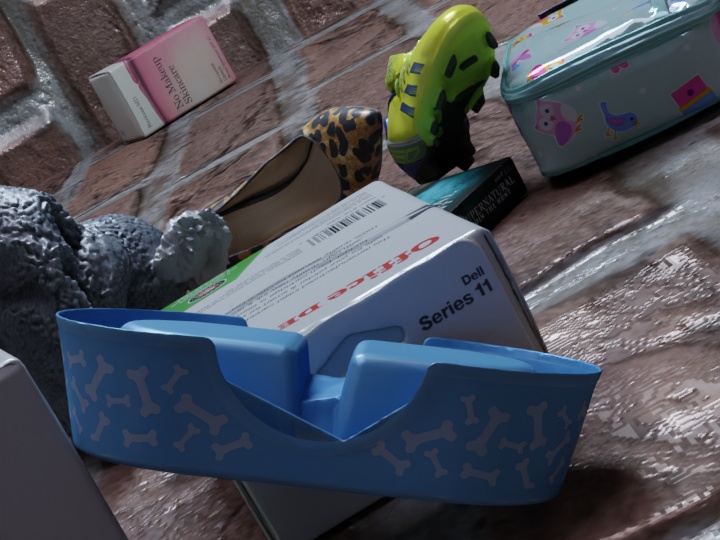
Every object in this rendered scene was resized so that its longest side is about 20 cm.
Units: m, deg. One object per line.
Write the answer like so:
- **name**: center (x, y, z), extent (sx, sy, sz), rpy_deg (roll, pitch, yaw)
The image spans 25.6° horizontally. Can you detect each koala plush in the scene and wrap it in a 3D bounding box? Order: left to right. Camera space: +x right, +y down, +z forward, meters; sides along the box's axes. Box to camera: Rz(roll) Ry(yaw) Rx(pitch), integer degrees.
- **koala plush**: center (-0.179, 0.018, 1.022), extent (0.177, 0.185, 0.200), rpy_deg (-20, 4, 32)

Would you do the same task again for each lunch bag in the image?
- **lunch bag**: center (0.174, -0.141, 1.029), extent (0.160, 0.077, 0.200), rpy_deg (-26, 15, 16)

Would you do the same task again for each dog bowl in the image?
- **dog bowl**: center (-0.014, 0.048, 0.578), extent (0.199, 0.050, 0.111), rpy_deg (7, 2, 1)

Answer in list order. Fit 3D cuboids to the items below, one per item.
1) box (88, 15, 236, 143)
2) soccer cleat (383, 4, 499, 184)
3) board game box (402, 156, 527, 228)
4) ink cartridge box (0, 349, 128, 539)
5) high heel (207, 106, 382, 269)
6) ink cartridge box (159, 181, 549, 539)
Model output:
- **box**: center (-0.331, -0.320, 2.657), extent (0.200, 0.128, 0.109), rpy_deg (-36, 16, -25)
- **soccer cleat**: center (0.043, -0.123, 1.066), extent (0.065, 0.084, 0.200), rpy_deg (-35, -17, -16)
- **board game box**: center (0.000, 0.000, 0.976), extent (0.135, 0.028, 0.200), rpy_deg (-15, 19, 44)
- **ink cartridge box**: center (-0.179, 0.123, 0.633), extent (0.146, 0.147, 0.200), rpy_deg (-32, 14, -17)
- **high heel**: center (-0.065, -0.051, 1.183), extent (0.142, 0.072, 0.200), rpy_deg (-30, -6, -33)
- **ink cartridge box**: center (-0.011, 0.036, 0.742), extent (0.146, 0.083, 0.200), rpy_deg (-30, 13, -5)
